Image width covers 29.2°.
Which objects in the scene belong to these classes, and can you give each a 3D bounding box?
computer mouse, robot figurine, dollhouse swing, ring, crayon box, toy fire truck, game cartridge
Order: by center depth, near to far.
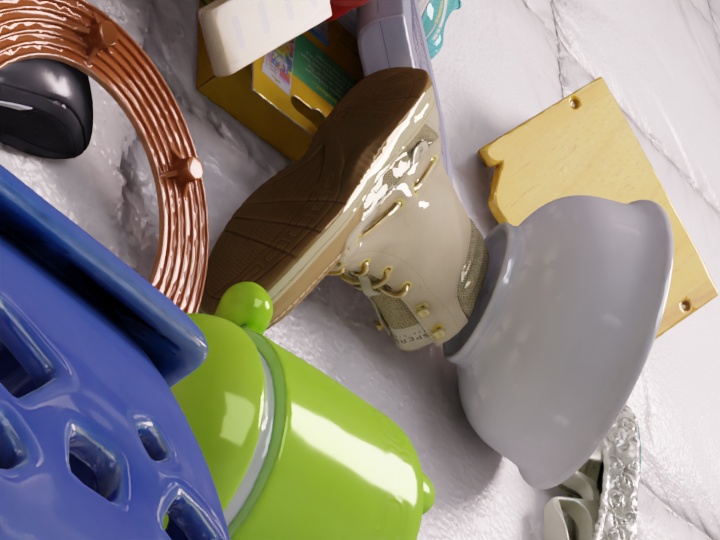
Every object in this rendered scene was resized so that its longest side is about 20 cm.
[{"bbox_3d":[-0.051,0.094,0.620,0.199,0.115,0.178,34,47,-39],"label":"robot figurine"},{"bbox_3d":[-0.187,-0.088,0.629,0.199,0.046,0.142,29,42,-45],"label":"computer mouse"},{"bbox_3d":[-0.133,-0.036,0.646,0.199,0.019,0.204,20,65,-52],"label":"ring"},{"bbox_3d":[-0.051,-0.202,0.740,0.177,0.128,0.201,56,8,-25],"label":"toy fire truck"},{"bbox_3d":[-0.046,-0.146,0.898,0.125,0.051,0.202,35,38,-39],"label":"crayon box"},{"bbox_3d":[0.032,-0.112,0.925,0.134,0.040,0.202,-96,172,-47],"label":"game cartridge"},{"bbox_3d":[0.179,-0.034,1.178,0.180,0.176,0.202,-31,93,-19],"label":"dollhouse swing"}]

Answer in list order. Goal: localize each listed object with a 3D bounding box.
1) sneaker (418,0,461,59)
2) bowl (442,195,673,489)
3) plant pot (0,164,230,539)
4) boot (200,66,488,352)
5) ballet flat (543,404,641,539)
[{"bbox_3d":[0.050,-0.246,1.138,0.201,0.076,0.080,-74,147,-46],"label":"sneaker"},{"bbox_3d":[0.113,0.031,0.896,0.089,0.202,0.202,22,40,-9],"label":"bowl"},{"bbox_3d":[-0.161,0.061,0.400,0.200,0.199,0.181,40,29,-31],"label":"plant pot"},{"bbox_3d":[0.000,0.000,0.812,0.201,0.072,0.157,-53,136,-31],"label":"boot"},{"bbox_3d":[0.158,0.159,0.953,0.072,0.071,0.201,45,33,-27],"label":"ballet flat"}]
